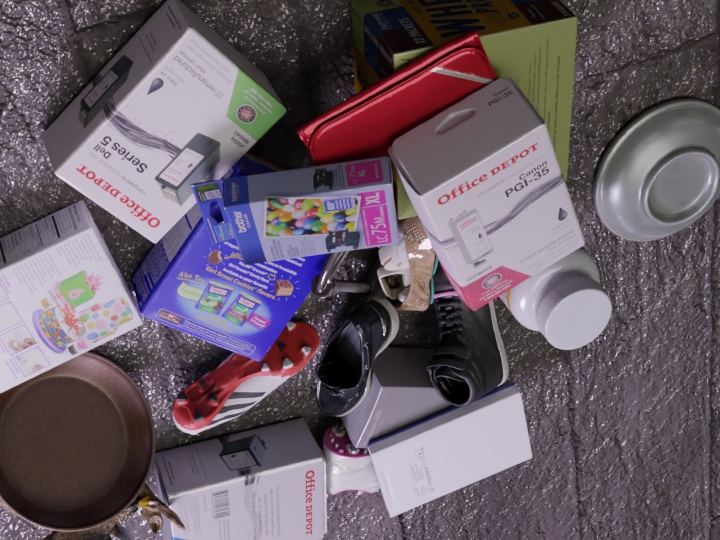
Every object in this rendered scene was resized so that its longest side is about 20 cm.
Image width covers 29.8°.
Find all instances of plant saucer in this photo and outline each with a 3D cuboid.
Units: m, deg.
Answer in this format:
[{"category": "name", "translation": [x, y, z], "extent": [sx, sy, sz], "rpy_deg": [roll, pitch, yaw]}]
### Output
[{"category": "plant saucer", "translation": [-0.329, 0.190, 1.509], "extent": [0.199, 0.202, 0.037], "rpy_deg": [6, 164, -28]}, {"category": "plant saucer", "translation": [0.386, -0.113, 1.669], "extent": [0.198, 0.050, 0.202], "rpy_deg": [-12, 128, -16]}]

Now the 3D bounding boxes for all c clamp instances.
[{"category": "c clamp", "translation": [0.000, 0.000, 1.534], "extent": [0.171, 0.027, 0.200], "rpy_deg": [-52, 160, 8]}]

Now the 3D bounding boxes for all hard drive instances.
[{"category": "hard drive", "translation": [0.115, 0.227, 1.699], "extent": [0.198, 0.025, 0.133], "rpy_deg": [-22, 133, -6]}]

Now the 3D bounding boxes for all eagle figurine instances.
[{"category": "eagle figurine", "translation": [-0.333, 0.288, 1.572], "extent": [0.199, 0.151, 0.152], "rpy_deg": [-24, 102, -32]}]

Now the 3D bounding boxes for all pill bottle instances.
[{"category": "pill bottle", "translation": [0.208, -0.001, 1.569], "extent": [0.112, 0.200, 0.114], "rpy_deg": [-12, 128, -16]}]

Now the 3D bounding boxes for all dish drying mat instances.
[{"category": "dish drying mat", "translation": [0.039, -0.158, 1.324], "extent": [0.199, 0.018, 0.077], "rpy_deg": [-29, 130, 4]}]

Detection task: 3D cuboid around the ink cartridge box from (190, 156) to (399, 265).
[{"category": "ink cartridge box", "translation": [-0.063, -0.056, 1.361], "extent": [0.198, 0.042, 0.120], "rpy_deg": [-6, 151, 3]}]

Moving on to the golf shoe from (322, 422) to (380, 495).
[{"category": "golf shoe", "translation": [0.031, 0.243, 1.742], "extent": [0.198, 0.075, 0.092], "rpy_deg": [3, 121, -30]}]

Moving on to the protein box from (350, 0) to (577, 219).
[{"category": "protein box", "translation": [0.107, -0.190, 1.430], "extent": [0.198, 0.135, 0.200], "rpy_deg": [-14, 128, -14]}]

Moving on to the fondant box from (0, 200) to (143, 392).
[{"category": "fondant box", "translation": [-0.352, 0.034, 1.436], "extent": [0.199, 0.058, 0.145], "rpy_deg": [-25, 130, -5]}]

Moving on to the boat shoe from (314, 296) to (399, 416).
[{"category": "boat shoe", "translation": [-0.020, 0.113, 1.603], "extent": [0.066, 0.075, 0.200], "rpy_deg": [-24, 158, -42]}]

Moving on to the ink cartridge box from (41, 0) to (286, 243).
[{"category": "ink cartridge box", "translation": [-0.198, -0.148, 1.357], "extent": [0.200, 0.084, 0.145], "rpy_deg": [-45, 129, 10]}]

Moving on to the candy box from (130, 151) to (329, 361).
[{"category": "candy box", "translation": [-0.129, -0.019, 1.486], "extent": [0.168, 0.077, 0.200], "rpy_deg": [25, 111, -35]}]

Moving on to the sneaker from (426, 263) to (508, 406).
[{"category": "sneaker", "translation": [0.113, 0.072, 1.614], "extent": [0.099, 0.070, 0.201], "rpy_deg": [-41, 116, -47]}]

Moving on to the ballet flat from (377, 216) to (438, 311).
[{"category": "ballet flat", "translation": [0.052, -0.007, 1.518], "extent": [0.065, 0.071, 0.201], "rpy_deg": [-12, 148, -6]}]

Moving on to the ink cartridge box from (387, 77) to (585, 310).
[{"category": "ink cartridge box", "translation": [0.130, -0.074, 1.369], "extent": [0.146, 0.083, 0.200], "rpy_deg": [-30, 139, 0]}]

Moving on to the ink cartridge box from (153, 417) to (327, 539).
[{"category": "ink cartridge box", "translation": [-0.149, 0.283, 1.687], "extent": [0.198, 0.086, 0.148], "rpy_deg": [-13, 128, -18]}]

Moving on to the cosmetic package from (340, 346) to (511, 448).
[{"category": "cosmetic package", "translation": [0.081, 0.162, 1.704], "extent": [0.198, 0.090, 0.107], "rpy_deg": [1, 126, -29]}]

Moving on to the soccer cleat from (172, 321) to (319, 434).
[{"category": "soccer cleat", "translation": [-0.136, 0.128, 1.601], "extent": [0.199, 0.069, 0.085], "rpy_deg": [-35, 164, -15]}]
